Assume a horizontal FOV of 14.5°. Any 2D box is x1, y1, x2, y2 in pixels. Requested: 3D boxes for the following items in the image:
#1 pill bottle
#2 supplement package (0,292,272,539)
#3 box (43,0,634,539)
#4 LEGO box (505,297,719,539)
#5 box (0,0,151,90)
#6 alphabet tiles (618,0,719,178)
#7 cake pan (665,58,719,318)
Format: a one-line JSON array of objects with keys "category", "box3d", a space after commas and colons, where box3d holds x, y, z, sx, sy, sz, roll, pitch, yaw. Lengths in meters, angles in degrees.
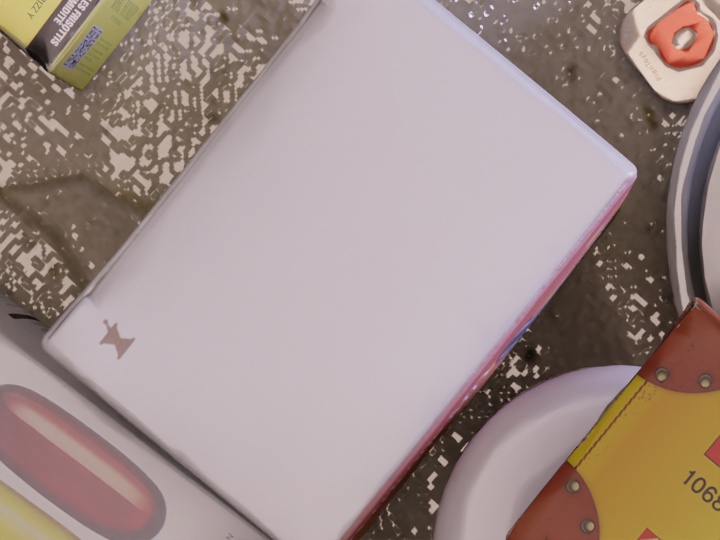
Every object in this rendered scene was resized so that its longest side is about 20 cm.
[{"category": "pill bottle", "box3d": [0.082, 0.087, 0.910, 0.112, 0.200, 0.113, 0, 88, 4]}, {"category": "supplement package", "box3d": [-0.127, 0.077, 0.968, 0.200, 0.110, 0.114, 36, 91, 4]}, {"category": "box", "box3d": [0.000, 0.000, 0.910, 0.106, 0.200, 0.152, 39, 92, 4]}, {"category": "LEGO box", "box3d": [0.145, 0.107, 0.709, 0.200, 0.149, 0.077, 41, 93, 17]}, {"category": "box", "box3d": [-0.165, -0.146, 0.997, 0.200, 0.075, 0.050, 39, 91, 3]}, {"category": "alphabet tiles", "box3d": [0.200, -0.097, 1.001, 0.195, 0.015, 0.200, -38, 86, -1]}, {"category": "cake pan", "box3d": [0.203, -0.012, 0.969, 0.199, 0.037, 0.201, 0, 87, 2]}]
